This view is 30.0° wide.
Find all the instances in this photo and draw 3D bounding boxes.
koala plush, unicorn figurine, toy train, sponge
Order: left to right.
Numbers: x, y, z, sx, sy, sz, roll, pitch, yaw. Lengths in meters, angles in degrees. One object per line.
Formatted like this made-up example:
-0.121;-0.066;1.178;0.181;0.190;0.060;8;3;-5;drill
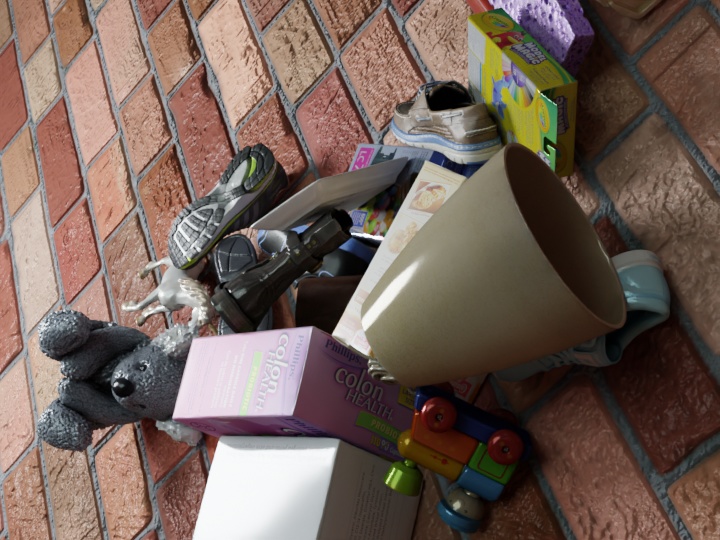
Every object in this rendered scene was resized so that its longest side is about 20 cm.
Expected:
-0.281;0.137;1.710;0.199;0.183;0.179;-1;90;32;koala plush
-0.243;0.027;1.781;0.137;0.074;0.201;-23;46;25;unicorn figurine
0.054;0.163;1.292;0.085;0.199;0.116;-81;16;-79;toy train
0.186;-0.289;1.457;0.112;0.030;0.201;113;143;-54;sponge

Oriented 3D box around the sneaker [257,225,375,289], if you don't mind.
-0.068;-0.009;1.616;0.199;0.070;0.078;12;72;50;sneaker

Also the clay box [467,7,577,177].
0.174;-0.179;1.417;0.047;0.115;0.200;-17;41;-15;clay box

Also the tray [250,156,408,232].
-0.027;-0.080;1.487;0.107;0.200;0.022;-33;84;33;tray

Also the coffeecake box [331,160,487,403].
0.088;0.017;1.359;0.073;0.153;0.201;29;90;53;coffeecake box

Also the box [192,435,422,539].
-0.065;0.284;1.388;0.198;0.130;0.201;-5;64;46;box

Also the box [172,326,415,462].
-0.066;0.140;1.439;0.199;0.175;0.097;-9;61;44;box

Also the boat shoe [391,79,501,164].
0.096;-0.175;1.504;0.200;0.072;0.073;28;129;57;boat shoe

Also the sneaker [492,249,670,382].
0.203;0.061;1.268;0.200;0.074;0.082;-38;39;27;sneaker

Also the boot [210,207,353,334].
-0.077;-0.003;1.486;0.174;0.069;0.200;-39;4;1;boot

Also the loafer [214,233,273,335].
-0.140;0.049;1.683;0.071;0.063;0.201;-14;57;6;loafer

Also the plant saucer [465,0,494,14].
0.191;-0.386;1.580;0.200;0.037;0.200;-45;41;19;plant saucer

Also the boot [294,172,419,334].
0.000;0.000;1.491;0.199;0.064;0.188;-11;81;36;boot

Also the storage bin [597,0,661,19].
0.289;-0.400;1.402;0.198;0.093;0.201;-41;54;22;storage bin

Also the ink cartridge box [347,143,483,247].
0.050;-0.083;1.556;0.199;0.042;0.120;12;77;49;ink cartridge box

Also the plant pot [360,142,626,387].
0.103;0.017;1.209;0.199;0.187;0.188;-32;47;23;plant pot

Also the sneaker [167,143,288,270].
-0.167;-0.071;1.748;0.200;0.081;0.074;-43;54;10;sneaker
